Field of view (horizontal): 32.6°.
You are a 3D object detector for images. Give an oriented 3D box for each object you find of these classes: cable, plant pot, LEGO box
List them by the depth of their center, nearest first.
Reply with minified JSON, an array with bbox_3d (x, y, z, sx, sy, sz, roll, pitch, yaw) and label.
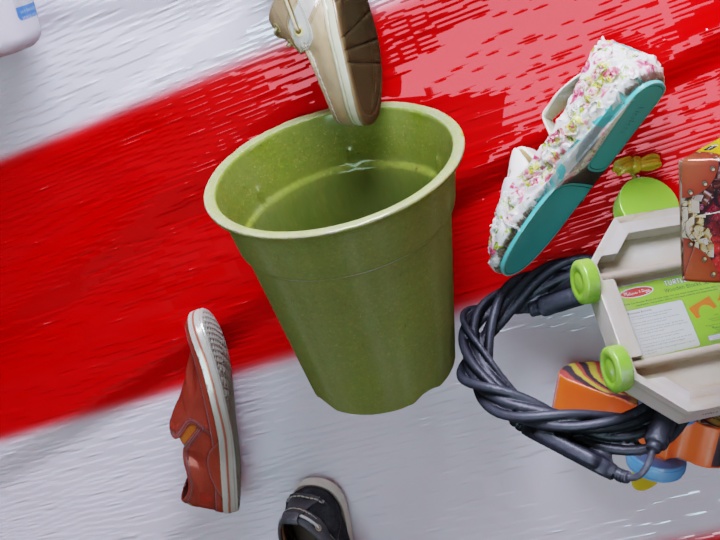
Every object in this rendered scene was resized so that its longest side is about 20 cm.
[{"bbox_3d":[0.305,-0.051,0.790,0.147,0.199,0.079,4,106,32],"label":"LEGO box"},{"bbox_3d":[0.165,0.057,0.929,0.198,0.164,0.051,26,164,31],"label":"cable"},{"bbox_3d":[0.000,0.000,0.954,0.197,0.201,0.192,-3,123,19],"label":"plant pot"}]

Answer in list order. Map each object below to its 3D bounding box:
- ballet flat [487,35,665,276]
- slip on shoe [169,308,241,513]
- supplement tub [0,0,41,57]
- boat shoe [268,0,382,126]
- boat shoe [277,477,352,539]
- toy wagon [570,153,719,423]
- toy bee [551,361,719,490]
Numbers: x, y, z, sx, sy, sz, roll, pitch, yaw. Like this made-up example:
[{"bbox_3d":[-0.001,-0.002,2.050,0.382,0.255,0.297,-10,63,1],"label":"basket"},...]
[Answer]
[{"bbox_3d":[0.152,-0.087,0.928,0.064,0.075,0.201,50,117,29],"label":"ballet flat"},{"bbox_3d":[-0.142,0.129,1.096,0.060,0.074,0.203,-2,117,-1],"label":"slip on shoe"},{"bbox_3d":[-0.341,-0.264,0.975,0.130,0.132,0.203,-7,108,20],"label":"supplement tub"},{"bbox_3d":[-0.037,-0.204,0.936,0.065,0.074,0.203,-12,97,25],"label":"boat shoe"},{"bbox_3d":[-0.027,0.294,1.131,0.071,0.068,0.203,-12,108,20],"label":"boat shoe"},{"bbox_3d":[0.230,0.008,0.898,0.153,0.203,0.040,-9,153,-13],"label":"toy wagon"},{"bbox_3d":[0.253,0.127,0.964,0.200,0.108,0.132,46,129,24],"label":"toy bee"}]
